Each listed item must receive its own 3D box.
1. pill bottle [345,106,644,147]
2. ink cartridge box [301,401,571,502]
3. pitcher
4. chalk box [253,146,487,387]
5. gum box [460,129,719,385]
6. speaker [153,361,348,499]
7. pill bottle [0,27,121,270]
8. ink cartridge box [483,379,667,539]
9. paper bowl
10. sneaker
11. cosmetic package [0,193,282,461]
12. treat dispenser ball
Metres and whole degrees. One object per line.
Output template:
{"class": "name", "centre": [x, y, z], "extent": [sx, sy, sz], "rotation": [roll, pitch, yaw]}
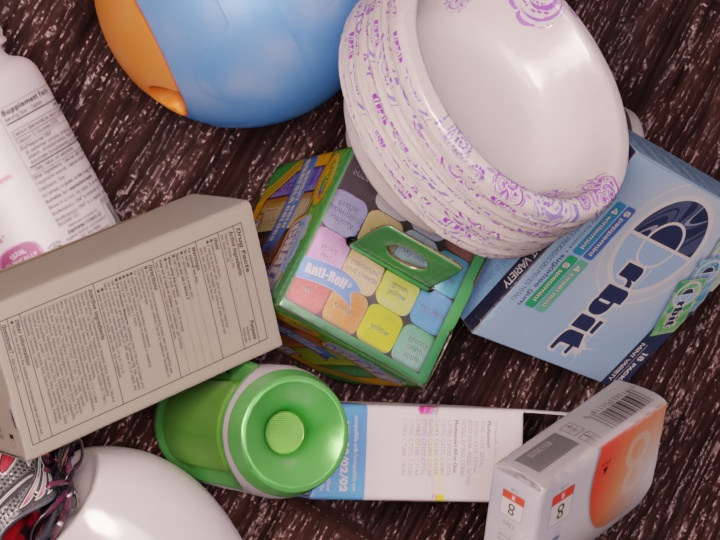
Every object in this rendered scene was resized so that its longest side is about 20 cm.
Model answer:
{"class": "pill bottle", "centre": [0.095, -0.093, 1.568], "extent": [0.199, 0.111, 0.112], "rotation": [17, 83, -19]}
{"class": "ink cartridge box", "centre": [0.039, 0.128, 1.538], "extent": [0.199, 0.115, 0.068], "rotation": [3, 87, -21]}
{"class": "pitcher", "centre": [-0.143, 0.224, 1.475], "extent": [0.200, 0.121, 0.172], "rotation": [38, 91, -27]}
{"class": "chalk box", "centre": [0.000, 0.000, 1.481], "extent": [0.124, 0.200, 0.124], "rotation": [30, 78, -17]}
{"class": "gum box", "centre": [0.179, -0.007, 1.543], "extent": [0.170, 0.045, 0.200], "rotation": [-49, 142, 17]}
{"class": "speaker", "centre": [-0.076, 0.104, 1.449], "extent": [0.088, 0.200, 0.089], "rotation": [1, 89, -21]}
{"class": "pill bottle", "centre": [-0.243, -0.070, 1.436], "extent": [0.113, 0.113, 0.201], "rotation": [-31, 99, -19]}
{"class": "ink cartridge box", "centre": [0.144, 0.196, 1.535], "extent": [0.162, 0.050, 0.201], "rotation": [-28, 130, -46]}
{"class": "paper bowl", "centre": [0.069, -0.102, 1.397], "extent": [0.200, 0.104, 0.202], "rotation": [23, 52, -33]}
{"class": "sneaker", "centre": [-0.210, 0.128, 1.405], "extent": [0.081, 0.074, 0.201], "rotation": [52, 54, -50]}
{"class": "cosmetic package", "centre": [-0.156, 0.032, 1.372], "extent": [0.199, 0.073, 0.104], "rotation": [-23, 110, -35]}
{"class": "treat dispenser ball", "centre": [-0.080, -0.196, 1.455], "extent": [0.200, 0.201, 0.202], "rotation": [1, 88, -21]}
